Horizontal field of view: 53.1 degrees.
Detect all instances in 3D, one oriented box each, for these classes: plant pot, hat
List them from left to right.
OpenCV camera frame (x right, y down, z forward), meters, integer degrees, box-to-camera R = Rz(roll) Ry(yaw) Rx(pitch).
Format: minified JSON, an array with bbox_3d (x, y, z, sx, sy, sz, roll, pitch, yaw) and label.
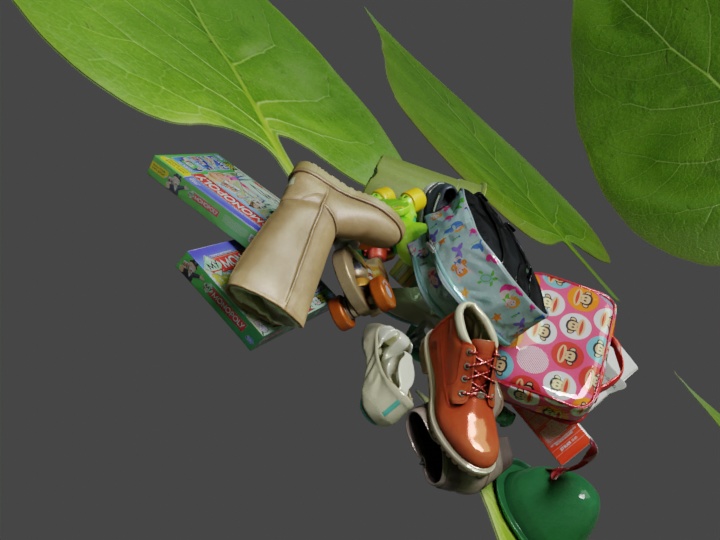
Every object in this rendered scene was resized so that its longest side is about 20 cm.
[{"bbox_3d":[0.094,-0.111,1.288,0.189,0.201,0.200,27,25,-2],"label":"plant pot"},{"bbox_3d":[0.287,0.271,0.913,0.166,0.176,0.200,42,24,1],"label":"hat"}]

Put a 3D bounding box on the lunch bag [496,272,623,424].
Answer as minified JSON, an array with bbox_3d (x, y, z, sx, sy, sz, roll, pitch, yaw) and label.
[{"bbox_3d":[0.286,0.110,1.028,0.175,0.082,0.200,18,60,17],"label":"lunch bag"}]

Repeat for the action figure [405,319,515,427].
[{"bbox_3d":[0.151,0.159,1.057,0.200,0.055,0.118,43,21,-8],"label":"action figure"}]

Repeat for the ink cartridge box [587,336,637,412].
[{"bbox_3d":[0.342,0.139,1.187,0.129,0.125,0.200,48,0,-7],"label":"ink cartridge box"}]

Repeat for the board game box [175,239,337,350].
[{"bbox_3d":[-0.122,0.017,0.903,0.135,0.029,0.200,47,24,8],"label":"board game box"}]

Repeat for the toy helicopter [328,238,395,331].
[{"bbox_3d":[0.000,0.000,1.001,0.133,0.079,0.200,65,14,3],"label":"toy helicopter"}]

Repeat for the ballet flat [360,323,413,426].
[{"bbox_3d":[0.040,0.117,0.919,0.069,0.070,0.200,34,25,-17],"label":"ballet flat"}]

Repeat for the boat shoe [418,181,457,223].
[{"bbox_3d":[0.133,-0.040,1.153,0.075,0.201,0.062,0,9,-21],"label":"boat shoe"}]

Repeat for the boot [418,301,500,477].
[{"bbox_3d":[0.128,0.134,0.845,0.075,0.107,0.201,7,51,-26],"label":"boot"}]

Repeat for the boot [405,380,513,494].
[{"bbox_3d":[0.116,0.182,0.913,0.146,0.070,0.201,6,50,-40],"label":"boot"}]

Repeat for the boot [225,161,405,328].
[{"bbox_3d":[-0.047,-0.014,0.861,0.175,0.066,0.201,28,54,-10],"label":"boot"}]

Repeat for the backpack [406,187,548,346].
[{"bbox_3d":[0.161,0.006,0.977,0.178,0.150,0.200,43,14,-30],"label":"backpack"}]

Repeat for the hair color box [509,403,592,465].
[{"bbox_3d":[0.265,0.199,1.109,0.200,0.064,0.111,52,6,20],"label":"hair color box"}]

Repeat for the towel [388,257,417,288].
[{"bbox_3d":[0.146,0.040,1.208,0.200,0.086,0.018,43,8,1],"label":"towel"}]

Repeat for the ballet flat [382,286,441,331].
[{"bbox_3d":[0.110,0.061,1.136,0.200,0.070,0.070,27,28,-30],"label":"ballet flat"}]

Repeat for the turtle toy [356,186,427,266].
[{"bbox_3d":[0.041,-0.061,1.124,0.145,0.102,0.200,-27,22,-32],"label":"turtle toy"}]

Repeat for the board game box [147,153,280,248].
[{"bbox_3d":[-0.163,-0.090,0.954,0.200,0.029,0.134,36,21,14],"label":"board game box"}]
